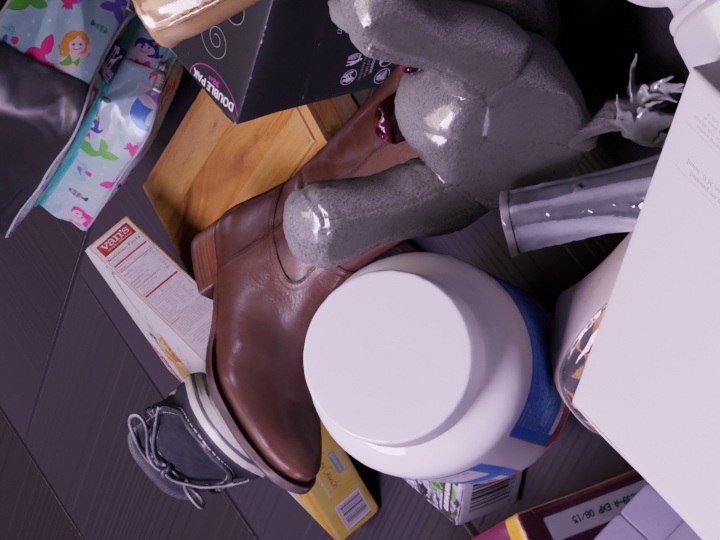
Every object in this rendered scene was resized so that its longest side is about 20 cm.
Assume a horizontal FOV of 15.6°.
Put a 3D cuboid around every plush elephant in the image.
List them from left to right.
[{"bbox_3d":[0.052,-0.110,1.313,0.155,0.200,0.165,-114,25,-53],"label":"plush elephant"}]

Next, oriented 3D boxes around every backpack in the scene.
[{"bbox_3d":[-0.185,-0.136,1.624,0.178,0.150,0.200,131,156,-52],"label":"backpack"}]

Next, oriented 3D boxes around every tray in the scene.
[{"bbox_3d":[-0.068,-0.067,1.602,0.099,0.037,0.200,61,146,18],"label":"tray"}]

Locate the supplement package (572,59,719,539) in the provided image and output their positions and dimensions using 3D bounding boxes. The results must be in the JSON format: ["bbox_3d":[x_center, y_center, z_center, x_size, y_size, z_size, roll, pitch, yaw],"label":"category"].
[{"bbox_3d":[0.197,0.010,1.172,0.120,0.121,0.200,47,138,33],"label":"supplement package"}]

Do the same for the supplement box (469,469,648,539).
[{"bbox_3d":[0.092,0.181,1.409,0.200,0.110,0.086,-39,71,54],"label":"supplement box"}]

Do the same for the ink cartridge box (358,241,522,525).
[{"bbox_3d":[0.018,0.046,1.512,0.200,0.050,0.109,38,133,40],"label":"ink cartridge box"}]

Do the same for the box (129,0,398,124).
[{"bbox_3d":[-0.058,-0.208,1.448,0.200,0.124,0.149,49,139,30],"label":"box"}]

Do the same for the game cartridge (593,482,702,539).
[{"bbox_3d":[0.204,0.159,1.237,0.130,0.038,0.200,-50,52,2],"label":"game cartridge"}]

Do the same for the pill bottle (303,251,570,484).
[{"bbox_3d":[0.038,0.049,1.311,0.112,0.112,0.200,66,-170,12],"label":"pill bottle"}]

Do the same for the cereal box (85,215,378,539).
[{"bbox_3d":[-0.079,0.067,1.616,0.200,0.040,0.144,41,167,39],"label":"cereal box"}]

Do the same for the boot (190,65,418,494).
[{"bbox_3d":[0.000,0.000,1.440,0.200,0.064,0.187,-35,59,29],"label":"boot"}]

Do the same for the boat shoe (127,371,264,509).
[{"bbox_3d":[-0.099,0.103,1.544,0.075,0.062,0.200,52,169,-5],"label":"boat shoe"}]

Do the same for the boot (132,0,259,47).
[{"bbox_3d":[-0.008,-0.201,1.276,0.200,0.175,0.066,-24,112,26],"label":"boot"}]

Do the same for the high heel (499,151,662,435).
[{"bbox_3d":[0.162,0.017,1.300,0.200,0.142,0.071,64,-161,-45],"label":"high heel"}]

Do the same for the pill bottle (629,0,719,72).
[{"bbox_3d":[0.144,-0.188,1.172,0.111,0.111,0.200,-42,69,54],"label":"pill bottle"}]
